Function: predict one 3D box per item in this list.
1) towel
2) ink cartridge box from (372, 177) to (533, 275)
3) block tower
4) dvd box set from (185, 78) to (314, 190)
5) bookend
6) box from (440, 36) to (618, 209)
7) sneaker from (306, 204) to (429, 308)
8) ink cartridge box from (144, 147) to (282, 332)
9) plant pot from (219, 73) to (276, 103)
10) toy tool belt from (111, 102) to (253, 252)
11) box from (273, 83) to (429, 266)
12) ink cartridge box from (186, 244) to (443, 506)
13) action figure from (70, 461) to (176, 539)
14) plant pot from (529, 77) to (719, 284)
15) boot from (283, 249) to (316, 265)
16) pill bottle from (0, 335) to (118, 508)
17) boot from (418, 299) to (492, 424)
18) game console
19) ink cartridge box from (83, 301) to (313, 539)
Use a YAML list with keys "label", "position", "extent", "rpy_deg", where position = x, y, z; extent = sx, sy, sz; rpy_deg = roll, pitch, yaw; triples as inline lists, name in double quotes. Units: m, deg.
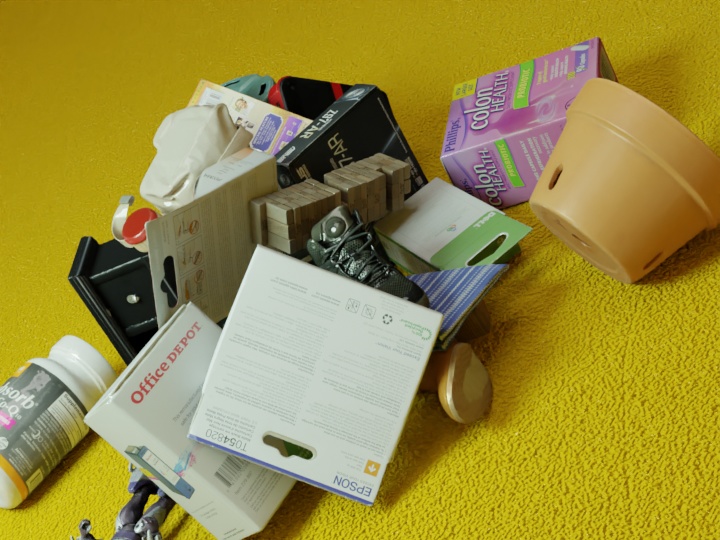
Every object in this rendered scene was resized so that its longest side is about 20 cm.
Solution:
- label: "towel"
  position: [0.048, 0.047, 1.484]
  extent: [0.200, 0.024, 0.145]
  rpy_deg: [-9, 28, 43]
- label: "ink cartridge box"
  position: [0.112, -0.029, 1.603]
  extent: [0.104, 0.059, 0.200]
  rpy_deg: [-37, 35, -14]
- label: "block tower"
  position: [-0.031, -0.076, 1.572]
  extent: [0.200, 0.054, 0.058]
  rpy_deg: [-23, 33, -37]
- label: "dvd box set"
  position: [-0.146, -0.139, 1.709]
  extent: [0.200, 0.029, 0.147]
  rpy_deg: [22, 83, 28]
- label: "bookend"
  position: [-0.205, 0.027, 1.660]
  extent: [0.200, 0.199, 0.092]
  rpy_deg: [-20, 31, 13]
- label: "box"
  position: [0.214, -0.176, 1.708]
  extent: [0.200, 0.097, 0.176]
  rpy_deg: [-17, 32, 23]
- label: "sneaker"
  position: [0.000, 0.000, 1.466]
  extent: [0.076, 0.114, 0.199]
  rpy_deg: [-33, 22, -9]
- label: "ink cartridge box"
  position: [-0.166, -0.024, 1.521]
  extent: [0.050, 0.163, 0.200]
  rpy_deg: [21, 37, 36]
- label: "plant pot"
  position: [-0.137, -0.142, 1.863]
  extent: [0.200, 0.196, 0.200]
  rpy_deg: [-22, 29, 13]
- label: "toy tool belt"
  position: [-0.185, -0.085, 1.603]
  extent: [0.125, 0.123, 0.200]
  rpy_deg: [2, 59, 40]
- label: "box"
  position: [-0.002, -0.097, 1.669]
  extent: [0.160, 0.200, 0.043]
  rpy_deg: [-43, 31, -24]
- label: "ink cartridge box"
  position: [-0.044, 0.102, 1.359]
  extent: [0.041, 0.199, 0.200]
  rpy_deg: [98, -167, -87]
- label: "action figure"
  position: [-0.237, 0.268, 1.452]
  extent: [0.130, 0.069, 0.200]
  rpy_deg: [-3, 42, 31]
- label: "plant pot"
  position: [0.270, -0.081, 1.440]
  extent: [0.140, 0.200, 0.200]
  rpy_deg: [-51, 32, -2]
- label: "boot"
  position: [-0.042, -0.097, 1.767]
  extent: [0.200, 0.139, 0.077]
  rpy_deg: [-40, 31, -19]
- label: "pill bottle"
  position: [-0.389, 0.178, 1.673]
  extent: [0.116, 0.117, 0.200]
  rpy_deg: [6, 45, 46]
- label: "boot"
  position: [0.060, 0.110, 1.445]
  extent: [0.144, 0.071, 0.201]
  rpy_deg: [-23, 26, 23]
- label: "game console"
  position: [-0.021, -0.158, 1.772]
  extent: [0.031, 0.176, 0.200]
  rpy_deg: [-47, 48, 44]
- label: "ink cartridge box"
  position: [-0.153, 0.154, 1.406]
  extent: [0.145, 0.200, 0.087]
  rpy_deg: [-54, 11, -34]
